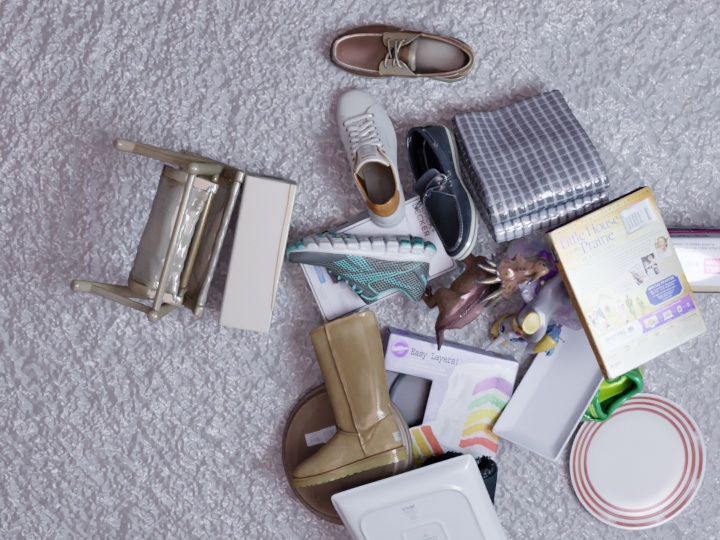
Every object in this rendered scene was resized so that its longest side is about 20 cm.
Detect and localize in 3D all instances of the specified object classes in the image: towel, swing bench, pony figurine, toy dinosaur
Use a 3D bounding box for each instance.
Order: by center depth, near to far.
[{"bbox_3d":[-0.242,-0.050,1.448,0.129,0.200,0.201,19,97,19],"label":"swing bench"},{"bbox_3d":[0.145,0.032,1.466,0.085,0.136,0.201,29,107,-24],"label":"toy dinosaur"},{"bbox_3d":[0.217,-0.145,1.474,0.164,0.201,0.086,-20,139,1],"label":"towel"},{"bbox_3d":[0.253,0.034,1.514,0.166,0.200,0.193,42,79,-4],"label":"pony figurine"}]

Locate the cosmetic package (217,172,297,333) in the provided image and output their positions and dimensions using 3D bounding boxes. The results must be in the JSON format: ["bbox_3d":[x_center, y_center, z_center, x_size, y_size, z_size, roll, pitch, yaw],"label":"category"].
[{"bbox_3d":[-0.137,-0.026,1.513,0.072,0.104,0.202,10,97,-5],"label":"cosmetic package"}]

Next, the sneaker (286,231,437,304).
[{"bbox_3d":[0.000,0.000,1.480,0.198,0.078,0.092,4,101,-2],"label":"sneaker"}]

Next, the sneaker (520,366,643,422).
[{"bbox_3d":[0.302,0.177,1.570,0.199,0.084,0.075,-27,105,1],"label":"sneaker"}]

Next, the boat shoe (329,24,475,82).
[{"bbox_3d":[0.058,-0.292,1.507,0.198,0.072,0.077,0,97,-3],"label":"boat shoe"}]

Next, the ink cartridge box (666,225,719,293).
[{"bbox_3d":[0.445,-0.017,1.516,0.198,0.165,0.076,1,97,-4],"label":"ink cartridge box"}]

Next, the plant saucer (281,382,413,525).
[{"bbox_3d":[-0.024,0.250,1.547,0.198,0.029,0.202,-1,88,24],"label":"plant saucer"}]

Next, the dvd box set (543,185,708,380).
[{"bbox_3d":[0.331,0.015,1.408,0.145,0.029,0.201,-25,95,-8],"label":"dvd box set"}]

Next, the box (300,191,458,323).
[{"bbox_3d":[0.020,-0.021,1.544,0.198,0.060,0.118,-22,98,-1],"label":"box"}]

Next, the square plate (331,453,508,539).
[{"bbox_3d":[0.086,0.350,1.502,0.198,0.029,0.199,-19,119,10],"label":"square plate"}]

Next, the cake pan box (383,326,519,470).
[{"bbox_3d":[0.105,0.190,1.580,0.198,0.052,0.186,14,94,-4],"label":"cake pan box"}]

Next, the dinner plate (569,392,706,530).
[{"bbox_3d":[0.396,0.273,1.619,0.198,0.024,0.202,0,96,-3],"label":"dinner plate"}]

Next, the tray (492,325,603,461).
[{"bbox_3d":[0.274,0.162,1.546,0.201,0.107,0.022,-56,139,-16],"label":"tray"}]

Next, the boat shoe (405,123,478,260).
[{"bbox_3d":[0.102,-0.104,1.469,0.062,0.075,0.202,6,60,-34],"label":"boat shoe"}]

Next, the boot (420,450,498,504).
[{"bbox_3d":[0.093,0.329,1.550,0.198,0.077,0.170,-4,119,5],"label":"boot"}]

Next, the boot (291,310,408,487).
[{"bbox_3d":[-0.033,0.175,1.509,0.174,0.066,0.202,-18,79,13],"label":"boot"}]

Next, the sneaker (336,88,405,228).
[{"bbox_3d":[0.016,-0.161,1.488,0.072,0.085,0.202,-19,73,3],"label":"sneaker"}]
